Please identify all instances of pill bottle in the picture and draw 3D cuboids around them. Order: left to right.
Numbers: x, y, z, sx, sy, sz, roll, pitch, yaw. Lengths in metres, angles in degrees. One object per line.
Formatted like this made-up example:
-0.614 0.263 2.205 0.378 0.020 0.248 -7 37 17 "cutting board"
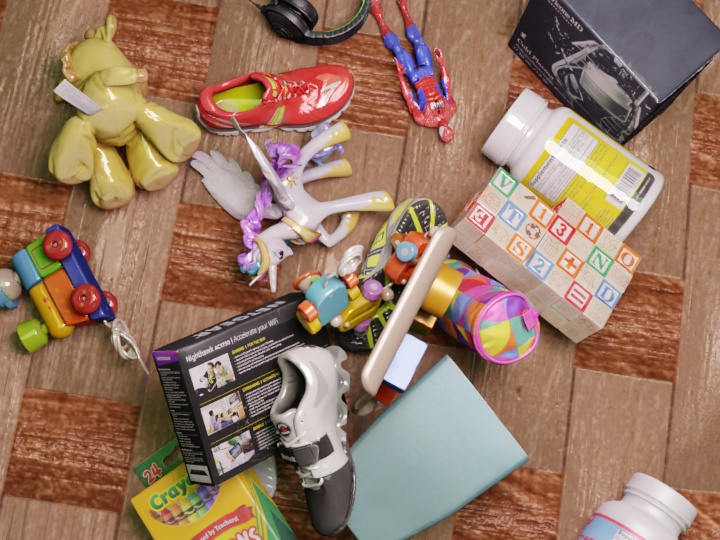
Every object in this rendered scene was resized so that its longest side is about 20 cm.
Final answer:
0.252 -0.124 1.372 0.200 0.114 0.114 36 77 4 "pill bottle"
0.289 0.332 1.279 0.109 0.109 0.200 36 77 3 "pill bottle"

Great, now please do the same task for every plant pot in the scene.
0.060 0.213 1.273 0.200 0.141 0.141 -38 83 -3 "plant pot"

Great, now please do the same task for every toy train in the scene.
-0.337 0.059 1.302 0.116 0.085 0.200 -30 82 0 "toy train"
0.000 0.000 1.244 0.056 0.200 0.150 44 114 23 "toy train"

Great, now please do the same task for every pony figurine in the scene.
-0.087 -0.094 1.332 0.200 0.166 0.193 -31 89 -26 "pony figurine"

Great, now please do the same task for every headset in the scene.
-0.086 -0.345 1.401 0.199 0.094 0.124 3 77 1 "headset"

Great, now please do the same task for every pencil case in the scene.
0.131 0.041 1.285 0.088 0.200 0.089 -4 105 -15 "pencil case"

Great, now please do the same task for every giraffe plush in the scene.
-0.298 -0.198 1.334 0.172 0.200 0.162 -26 47 2 "giraffe plush"

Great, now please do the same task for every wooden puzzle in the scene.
0.053 0.064 1.189 0.046 0.200 0.186 27 76 5 "wooden puzzle"

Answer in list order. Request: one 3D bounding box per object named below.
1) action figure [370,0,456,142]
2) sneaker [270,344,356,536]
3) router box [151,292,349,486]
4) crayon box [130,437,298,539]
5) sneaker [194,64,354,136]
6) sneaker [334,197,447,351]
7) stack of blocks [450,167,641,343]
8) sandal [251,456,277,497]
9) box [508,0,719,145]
0.072 -0.250 1.420 0.065 0.052 0.201 -20 82 -14 "action figure"
-0.059 0.178 1.195 0.088 0.074 0.201 7 73 -43 "sneaker"
-0.112 0.123 1.230 0.200 0.051 0.150 -22 102 -41 "router box"
-0.163 0.274 1.261 0.127 0.051 0.200 -36 81 12 "crayon box"
-0.100 -0.208 1.375 0.199 0.085 0.077 -14 80 -8 "sneaker"
0.034 0.006 1.351 0.075 0.076 0.200 32 92 -19 "sneaker"
0.211 -0.027 1.317 0.200 0.059 0.115 38 61 -4 "stack of blocks"
-0.133 0.162 1.309 0.079 0.059 0.207 -7 94 11 "sandal"
0.300 -0.273 1.367 0.124 0.197 0.200 -40 83 -12 "box"
